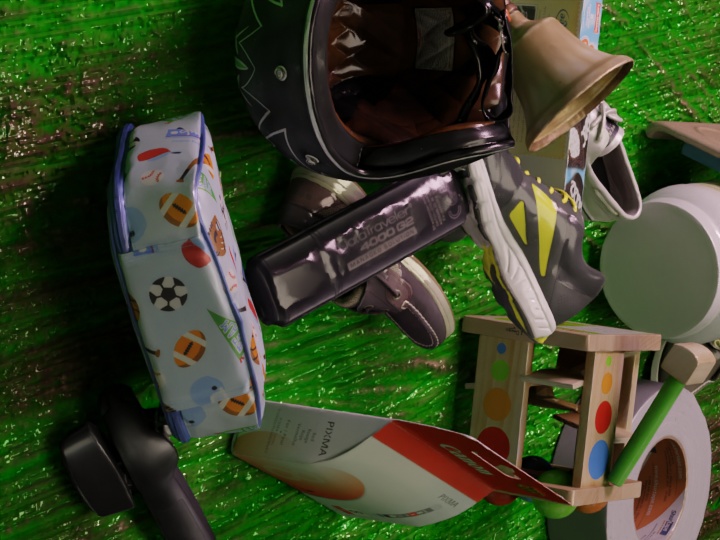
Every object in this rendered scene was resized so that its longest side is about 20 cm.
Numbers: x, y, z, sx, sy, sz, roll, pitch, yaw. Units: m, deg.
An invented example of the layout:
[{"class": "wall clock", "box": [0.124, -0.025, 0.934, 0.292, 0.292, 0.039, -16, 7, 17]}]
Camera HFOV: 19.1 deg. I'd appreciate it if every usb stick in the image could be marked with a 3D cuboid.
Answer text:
[{"class": "usb stick", "box": [-0.001, -0.021, 1.529, 0.199, 0.033, 0.056, -29, 102, -35]}]

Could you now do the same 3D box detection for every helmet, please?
[{"class": "helmet", "box": [0.009, -0.151, 1.476, 0.200, 0.189, 0.202, -3, 90, -88]}]

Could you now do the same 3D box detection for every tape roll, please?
[{"class": "tape roll", "box": [0.251, 0.201, 1.984, 0.200, 0.066, 0.202, -16, 110, -51]}]

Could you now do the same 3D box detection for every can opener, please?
[{"class": "can opener", "box": [-0.136, 0.152, 1.460, 0.064, 0.078, 0.200, -103, 169, -45]}]

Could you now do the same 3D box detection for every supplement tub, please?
[{"class": "supplement tub", "box": [0.322, -0.009, 1.971, 0.199, 0.144, 0.146, -9, 104, -53]}]

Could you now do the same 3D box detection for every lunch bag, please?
[{"class": "lunch bag", "box": [-0.111, 0.006, 1.396, 0.161, 0.075, 0.201, -99, 177, -64]}]

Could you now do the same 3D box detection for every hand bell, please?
[{"class": "hand bell", "box": [0.103, -0.198, 1.618, 0.200, 0.104, 0.104, 50, 43, 9]}]

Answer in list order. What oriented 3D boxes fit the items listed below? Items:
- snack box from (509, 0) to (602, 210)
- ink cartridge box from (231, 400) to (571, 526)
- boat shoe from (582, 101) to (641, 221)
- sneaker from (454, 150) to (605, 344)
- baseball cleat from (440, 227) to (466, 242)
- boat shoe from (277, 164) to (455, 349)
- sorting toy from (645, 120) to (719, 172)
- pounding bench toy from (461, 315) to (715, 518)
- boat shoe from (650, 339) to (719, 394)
[{"class": "snack box", "box": [0.125, -0.125, 1.701, 0.037, 0.115, 0.202, -1, 98, -57]}, {"class": "ink cartridge box", "box": [0.030, 0.151, 1.554, 0.162, 0.199, 0.050, 36, 68, -50]}, {"class": "boat shoe", "box": [0.193, -0.119, 1.839, 0.072, 0.065, 0.201, -51, 134, -35]}, {"class": "sneaker", "box": [0.121, -0.047, 1.625, 0.084, 0.074, 0.201, -29, 113, -12]}, {"class": "baseball cleat", "box": [0.054, -0.126, 1.658, 0.106, 0.069, 0.202, 10, 80, -47]}, {"class": "boat shoe", "box": [0.000, 0.000, 1.598, 0.065, 0.072, 0.200, -55, 132, -20]}, {"class": "sorting toy", "box": [0.387, -0.096, 2.001, 0.185, 0.199, 0.037, -3, 112, -53]}, {"class": "pounding bench toy", "box": [0.190, 0.127, 1.770, 0.124, 0.199, 0.157, 2, 94, -54]}, {"class": "boat shoe", "box": [0.349, 0.065, 2.095, 0.202, 0.060, 0.073, -42, 129, -41]}]
